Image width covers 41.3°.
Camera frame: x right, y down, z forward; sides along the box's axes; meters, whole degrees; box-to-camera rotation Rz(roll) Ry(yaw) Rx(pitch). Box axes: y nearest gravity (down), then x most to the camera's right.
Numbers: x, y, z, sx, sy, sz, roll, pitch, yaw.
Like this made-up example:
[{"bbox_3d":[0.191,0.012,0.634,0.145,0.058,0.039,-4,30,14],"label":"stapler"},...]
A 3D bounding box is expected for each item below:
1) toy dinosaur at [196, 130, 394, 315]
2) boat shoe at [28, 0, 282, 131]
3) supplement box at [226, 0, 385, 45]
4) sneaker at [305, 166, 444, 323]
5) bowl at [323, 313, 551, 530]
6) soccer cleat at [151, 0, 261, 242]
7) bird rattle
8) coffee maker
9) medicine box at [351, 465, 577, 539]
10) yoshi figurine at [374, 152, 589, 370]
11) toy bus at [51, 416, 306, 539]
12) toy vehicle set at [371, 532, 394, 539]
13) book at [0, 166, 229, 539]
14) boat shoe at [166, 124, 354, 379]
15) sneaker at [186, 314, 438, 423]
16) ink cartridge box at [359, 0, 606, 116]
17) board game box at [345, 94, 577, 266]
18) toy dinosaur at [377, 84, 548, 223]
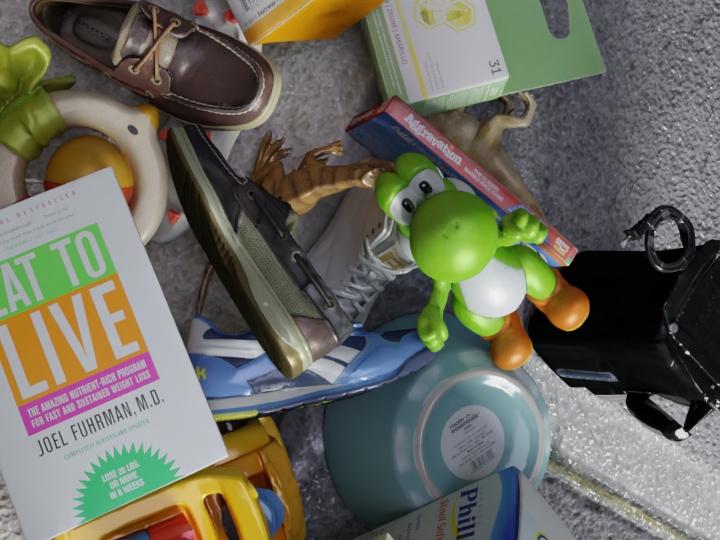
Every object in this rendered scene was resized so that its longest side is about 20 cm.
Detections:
[{"bbox_3d":[-0.066,-0.055,0.752,0.198,0.107,0.060,-30,122,23],"label":"toy dinosaur"},{"bbox_3d":[-0.151,-0.156,0.684,0.198,0.072,0.073,27,97,18],"label":"boat shoe"},{"bbox_3d":[-0.072,-0.280,0.729,0.126,0.073,0.202,-26,90,-58],"label":"supplement box"},{"bbox_3d":[0.000,0.000,0.761,0.073,0.115,0.202,28,80,-20],"label":"sneaker"},{"bbox_3d":[0.079,0.137,0.791,0.198,0.105,0.204,1,87,-21],"label":"bowl"},{"bbox_3d":[-0.119,-0.116,0.752,0.068,0.077,0.203,21,95,18],"label":"soccer cleat"},{"bbox_3d":[-0.218,-0.058,0.676,0.160,0.113,0.204,2,85,-10],"label":"bird rattle"},{"bbox_3d":[0.240,0.032,0.804,0.134,0.199,0.194,-27,99,-21],"label":"coffee maker"},{"bbox_3d":[0.084,0.277,0.722,0.199,0.103,0.183,-31,111,24],"label":"medicine box"},{"bbox_3d":[0.085,0.000,0.683,0.200,0.111,0.114,41,61,-36],"label":"yoshi figurine"},{"bbox_3d":[-0.120,0.186,0.670,0.198,0.192,0.138,-19,92,-21],"label":"toy bus"},{"bbox_3d":[0.028,0.277,0.656,0.123,0.027,0.201,-31,110,24],"label":"toy vehicle set"},{"bbox_3d":[-0.183,0.053,0.613,0.132,0.048,0.202,-23,83,-13],"label":"book"},{"bbox_3d":[-0.072,-0.022,0.670,0.065,0.072,0.202,-24,70,-19],"label":"boat shoe"},{"bbox_3d":[-0.036,0.059,0.707,0.197,0.074,0.084,-8,78,-17],"label":"sneaker"},{"bbox_3d":[0.100,-0.217,0.806,0.197,0.048,0.148,-14,78,-4],"label":"ink cartridge box"},{"bbox_3d":[0.082,-0.069,0.801,0.199,0.103,0.020,38,79,-15],"label":"board game box"},{"bbox_3d":[0.107,-0.116,0.842,0.199,0.058,0.102,38,85,-1],"label":"toy dinosaur"}]
